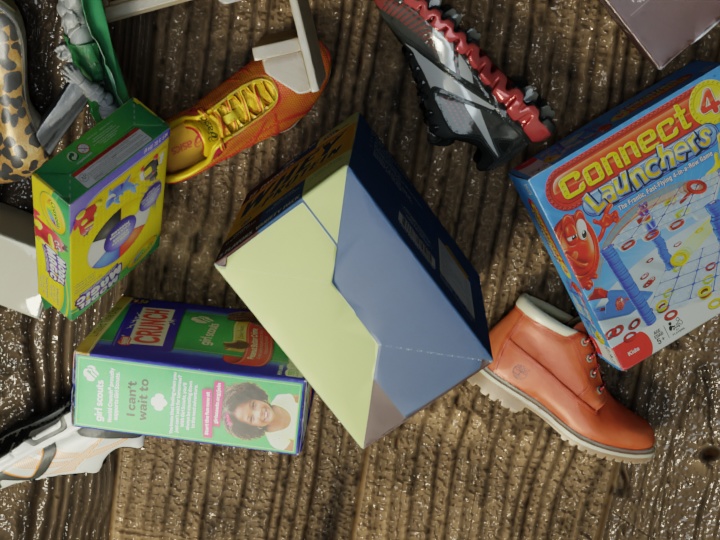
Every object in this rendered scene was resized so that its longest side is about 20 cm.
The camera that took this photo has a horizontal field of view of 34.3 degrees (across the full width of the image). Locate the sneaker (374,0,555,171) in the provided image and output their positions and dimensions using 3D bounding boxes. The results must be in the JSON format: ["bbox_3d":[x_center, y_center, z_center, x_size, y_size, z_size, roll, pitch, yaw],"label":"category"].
[{"bbox_3d":[0.074,-0.165,1.006,0.200,0.071,0.098,43,103,-13],"label":"sneaker"}]

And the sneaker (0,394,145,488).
[{"bbox_3d":[-0.296,0.178,1.137,0.199,0.074,0.080,-28,111,13],"label":"sneaker"}]

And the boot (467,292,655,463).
[{"bbox_3d":[0.207,0.103,1.094,0.199,0.075,0.108,30,102,-7],"label":"boot"}]

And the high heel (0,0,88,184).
[{"bbox_3d":[-0.340,-0.174,1.017,0.199,0.071,0.143,38,100,-19],"label":"high heel"}]

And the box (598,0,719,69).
[{"bbox_3d":[0.220,-0.277,0.963,0.100,0.075,0.200,-39,101,13],"label":"box"}]

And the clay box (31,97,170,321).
[{"bbox_3d":[-0.220,-0.040,0.991,0.047,0.115,0.201,37,147,13],"label":"clay box"}]

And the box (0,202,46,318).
[{"bbox_3d":[-0.368,-0.031,1.065,0.198,0.082,0.069,22,108,-4],"label":"box"}]

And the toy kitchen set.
[{"bbox_3d":[-0.132,-0.210,0.931,0.179,0.200,0.165,-13,107,7],"label":"toy kitchen set"}]

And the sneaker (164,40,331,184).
[{"bbox_3d":[-0.108,-0.132,1.023,0.199,0.077,0.073,-34,103,11],"label":"sneaker"}]

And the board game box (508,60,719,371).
[{"bbox_3d":[0.262,-0.048,1.023,0.199,0.056,0.197,-31,106,-3],"label":"board game box"}]

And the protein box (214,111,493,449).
[{"bbox_3d":[0.000,0.000,0.997,0.134,0.200,0.199,-35,104,13],"label":"protein box"}]

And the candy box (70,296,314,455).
[{"bbox_3d":[-0.141,0.089,1.049,0.198,0.169,0.078,5,106,0],"label":"candy box"}]

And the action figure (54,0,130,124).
[{"bbox_3d":[-0.226,-0.179,0.975,0.054,0.118,0.201,-21,123,-11],"label":"action figure"}]
